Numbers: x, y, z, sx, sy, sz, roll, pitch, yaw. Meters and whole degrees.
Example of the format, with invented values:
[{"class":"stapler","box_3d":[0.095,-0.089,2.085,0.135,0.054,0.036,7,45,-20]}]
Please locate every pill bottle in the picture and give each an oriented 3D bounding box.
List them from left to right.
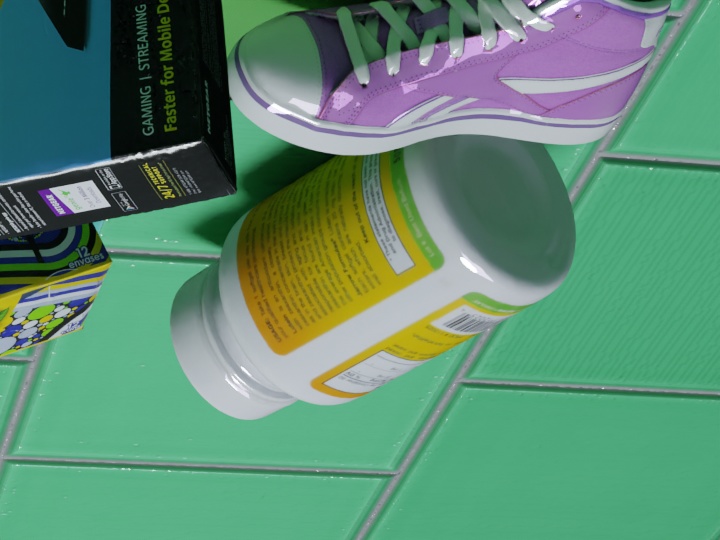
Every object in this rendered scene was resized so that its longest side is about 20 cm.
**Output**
[{"class":"pill bottle","box_3d":[0.000,0.000,1.402,0.111,0.112,0.200,22,141,-40]}]

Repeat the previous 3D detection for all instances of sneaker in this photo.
[{"class":"sneaker","box_3d":[0.043,-0.113,1.249,0.199,0.073,0.114,-5,149,-24]}]

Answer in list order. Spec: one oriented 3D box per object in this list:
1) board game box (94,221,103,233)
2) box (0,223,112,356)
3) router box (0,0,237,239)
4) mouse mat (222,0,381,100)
[{"class":"board game box","box_3d":[-0.217,-0.052,1.339,0.199,0.045,0.152,3,149,-16]},{"class":"box","box_3d":[-0.218,0.015,1.274,0.199,0.065,0.070,-20,159,-28]},{"class":"router box","box_3d":[-0.129,-0.112,1.089,0.148,0.201,0.051,-11,152,10]},{"class":"mouse mat","box_3d":[-0.029,-0.136,1.263,0.160,0.008,0.200,-7,150,1]}]
